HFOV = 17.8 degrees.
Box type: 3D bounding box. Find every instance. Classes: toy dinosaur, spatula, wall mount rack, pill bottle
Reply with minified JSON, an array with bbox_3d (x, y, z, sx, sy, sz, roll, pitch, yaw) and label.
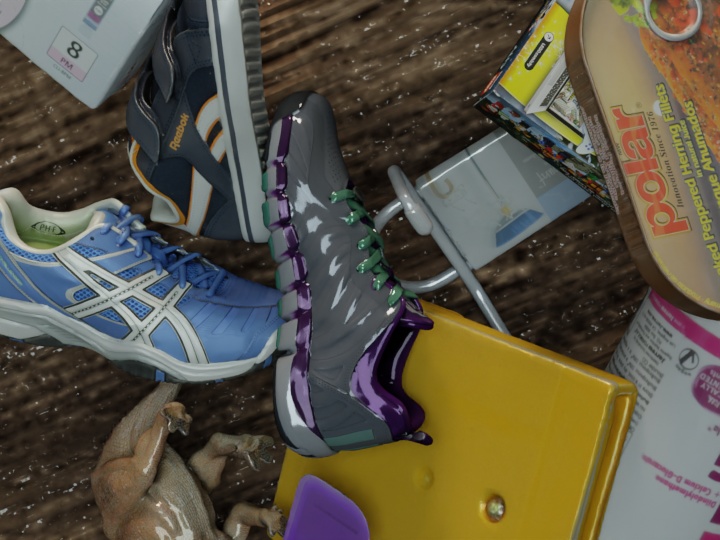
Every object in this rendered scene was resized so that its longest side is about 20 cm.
[{"bbox_3d":[-0.116,0.147,1.304,0.136,0.086,0.200,-27,73,40],"label":"toy dinosaur"},{"bbox_3d":[-0.026,0.208,1.289,0.057,0.021,0.200,29,129,33],"label":"spatula"},{"bbox_3d":[0.110,-0.017,1.278,0.200,0.075,0.174,-33,119,7],"label":"wall mount rack"},{"bbox_3d":[0.172,0.101,1.245,0.113,0.113,0.200,26,110,2],"label":"pill bottle"}]

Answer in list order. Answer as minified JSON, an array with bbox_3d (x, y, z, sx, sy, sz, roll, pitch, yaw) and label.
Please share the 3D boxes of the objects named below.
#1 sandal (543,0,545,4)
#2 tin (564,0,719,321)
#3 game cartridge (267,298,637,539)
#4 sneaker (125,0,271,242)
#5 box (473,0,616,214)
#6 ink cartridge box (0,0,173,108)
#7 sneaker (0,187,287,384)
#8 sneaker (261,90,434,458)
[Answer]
[{"bbox_3d":[0.194,-0.162,1.267,0.200,0.055,0.082,-15,93,5],"label":"sandal"},{"bbox_3d":[0.171,-0.071,1.161,0.112,0.042,0.200,-16,86,-20],"label":"tin"},{"bbox_3d":[0.044,0.113,1.256,0.200,0.032,0.176,22,102,38],"label":"game cartridge"},{"bbox_3d":[-0.090,-0.094,1.243,0.079,0.078,0.200,1,131,5],"label":"sneaker"},{"bbox_3d":[0.170,-0.126,1.207,0.137,0.038,0.200,37,75,-7],"label":"box"},{"bbox_3d":[-0.159,-0.204,1.241,0.163,0.057,0.200,40,139,1],"label":"ink cartridge box"},{"bbox_3d":[-0.128,0.008,1.283,0.200,0.076,0.077,10,121,1],"label":"sneaker"},{"bbox_3d":[0.000,0.000,1.245,0.088,0.074,0.200,-5,87,22],"label":"sneaker"}]
